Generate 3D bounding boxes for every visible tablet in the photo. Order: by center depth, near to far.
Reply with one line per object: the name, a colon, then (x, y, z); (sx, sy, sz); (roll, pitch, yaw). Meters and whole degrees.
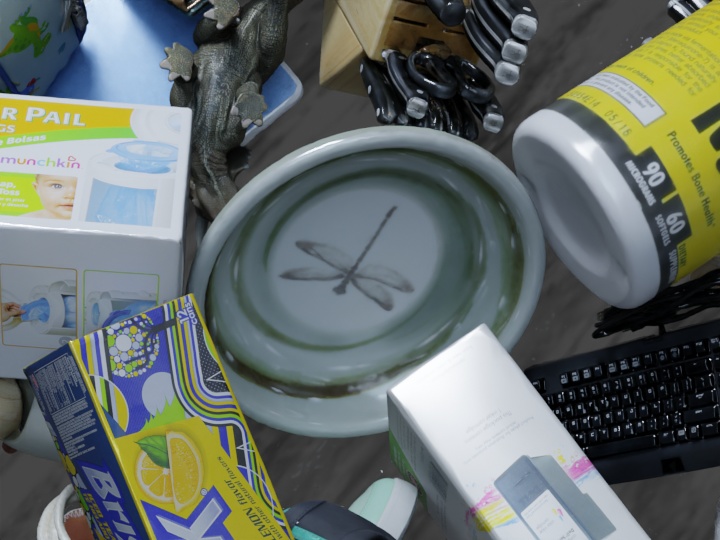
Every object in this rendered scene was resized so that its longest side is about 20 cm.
tablet: (-0.146, -0.092, 0.972); (0.200, 0.014, 0.130); (-40, 82, -11)

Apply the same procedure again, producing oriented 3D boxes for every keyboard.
keyboard: (0.154, 0.055, 0.874); (0.039, 0.199, 0.105); (12, 68, -43)

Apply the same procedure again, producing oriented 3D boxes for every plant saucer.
plant saucer: (0.000, 0.000, 0.896); (0.198, 0.201, 0.050); (-14, 39, -7)

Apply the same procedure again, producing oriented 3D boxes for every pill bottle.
pill bottle: (0.189, -0.078, 0.870); (0.199, 0.114, 0.115); (-33, 80, -12)

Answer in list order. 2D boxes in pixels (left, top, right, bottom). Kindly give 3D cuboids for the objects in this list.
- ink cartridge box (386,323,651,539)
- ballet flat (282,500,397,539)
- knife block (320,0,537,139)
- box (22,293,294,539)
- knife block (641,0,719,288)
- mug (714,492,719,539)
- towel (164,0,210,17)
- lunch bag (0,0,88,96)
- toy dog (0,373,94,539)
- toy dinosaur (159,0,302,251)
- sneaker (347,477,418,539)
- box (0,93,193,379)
ink cartridge box: (0.096, 0.141, 0.859); (0.067, 0.117, 0.201); (-32, 68, -12)
ballet flat: (0.032, 0.179, 0.833); (0.200, 0.073, 0.073); (41, 73, -37)
knife block: (0.040, -0.166, 0.907); (0.063, 0.175, 0.202); (9, 74, -22)
box: (-0.078, 0.120, 0.759); (0.070, 0.064, 0.202); (-22, 88, -33)
knife block: (0.252, -0.075, 0.966); (0.198, 0.064, 0.177); (9, 77, -1)
mug: (0.290, 0.119, 0.884); (0.199, 0.148, 0.176); (20, 105, -29)
towel: (-0.062, -0.234, 0.968); (0.200, 0.022, 0.146); (-44, 41, -10)
lunch bag: (-0.249, -0.179, 0.905); (0.199, 0.161, 0.083); (32, 76, 12)
toy dog: (-0.139, 0.101, 0.873); (0.131, 0.097, 0.200); (-17, 52, -30)
toy dinosaur: (-0.073, -0.115, 0.929); (0.076, 0.102, 0.202); (17, 74, -8)
sneaker: (-0.067, 0.157, 0.883); (0.200, 0.074, 0.118); (-43, 86, -10)
box: (-0.188, -0.019, 0.839); (0.198, 0.102, 0.113); (4, 40, -6)
